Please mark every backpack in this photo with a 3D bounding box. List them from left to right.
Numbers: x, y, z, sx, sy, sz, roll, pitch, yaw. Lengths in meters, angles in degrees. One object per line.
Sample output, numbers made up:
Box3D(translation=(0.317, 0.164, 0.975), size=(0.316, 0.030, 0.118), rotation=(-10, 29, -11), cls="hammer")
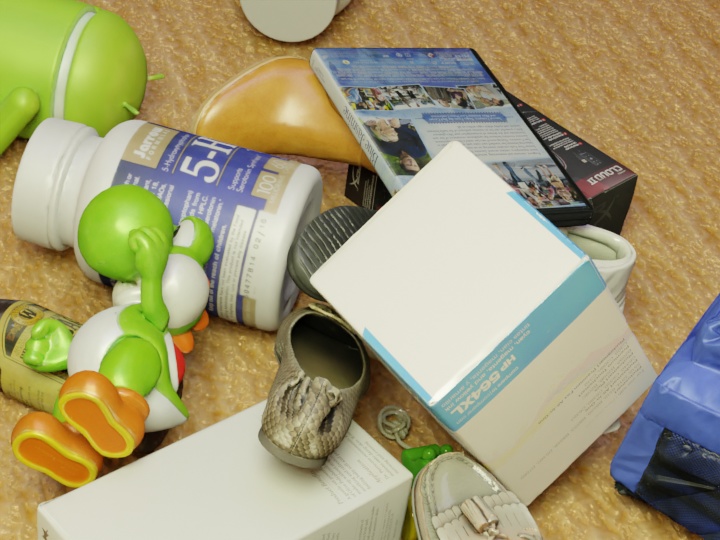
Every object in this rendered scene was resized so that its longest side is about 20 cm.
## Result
Box3D(translation=(0.288, 0.108, 1.004), size=(0.199, 0.168, 0.162), rotation=(32, 44, 16), cls="backpack")

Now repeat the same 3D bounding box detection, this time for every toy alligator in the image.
Box3D(translation=(0.054, 0.140, 0.998), size=(0.059, 0.054, 0.200), rotation=(-6, 41, -20), cls="toy alligator")

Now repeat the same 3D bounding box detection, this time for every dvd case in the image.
Box3D(translation=(0.063, -0.097, 1.125), size=(0.142, 0.018, 0.200), rotation=(-4, 43, -28), cls="dvd case")

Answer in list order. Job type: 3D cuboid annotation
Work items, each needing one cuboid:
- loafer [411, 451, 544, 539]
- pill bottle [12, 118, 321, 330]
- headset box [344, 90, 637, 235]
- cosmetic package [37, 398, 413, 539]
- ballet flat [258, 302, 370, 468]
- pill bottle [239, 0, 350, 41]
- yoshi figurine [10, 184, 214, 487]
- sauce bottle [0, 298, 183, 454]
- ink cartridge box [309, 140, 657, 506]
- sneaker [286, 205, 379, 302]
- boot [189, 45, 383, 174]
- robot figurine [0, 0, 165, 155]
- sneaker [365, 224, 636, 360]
Box3D(translation=(0.091, 0.187, 0.892), size=(0.072, 0.063, 0.201), rotation=(-18, 66, -17), cls="loafer")
Box3D(translation=(-0.137, -0.040, 1.114), size=(0.199, 0.120, 0.120), rotation=(15, 38, 6), cls="pill bottle")
Box3D(translation=(0.109, -0.062, 1.246), size=(0.148, 0.075, 0.200), rotation=(-28, 52, -37), cls="headset box")
Box3D(translation=(-0.079, 0.156, 0.924), size=(0.199, 0.085, 0.108), rotation=(-23, 48, -34), cls="cosmetic package")
Box3D(translation=(-0.024, 0.058, 0.949), size=(0.067, 0.047, 0.200), rotation=(23, 19, -1), cls="ballet flat")
Box3D(translation=(-0.053, -0.303, 1.472), size=(0.119, 0.120, 0.200), rotation=(10, 38, 0), cls="pill bottle")
Box3D(translation=(-0.153, 0.023, 0.957), size=(0.112, 0.112, 0.201), rotation=(8, 43, 10), cls="yoshi figurine")
Box3D(translation=(-0.215, 0.057, 1.033), size=(0.199, 0.066, 0.066), rotation=(21, 39, 13), cls="sauce bottle")
Box3D(translation=(0.085, 0.043, 0.979), size=(0.125, 0.200, 0.129), rotation=(-43, 53, -3), cls="ink cartridge box")
Box3D(translation=(0.000, 0.000, 1.068), size=(0.200, 0.088, 0.074), rotation=(-16, 73, -58), cls="sneaker")
Box3D(translation=(-0.010, -0.101, 1.165), size=(0.200, 0.071, 0.144), rotation=(-22, 48, -29), cls="boot")
Box3D(translation=(-0.261, -0.164, 1.254), size=(0.199, 0.116, 0.176), rotation=(14, 33, 4), cls="robot figurine")
Box3D(translation=(0.098, 0.009, 1.123), size=(0.199, 0.116, 0.074), rotation=(-2, 41, -12), cls="sneaker")
